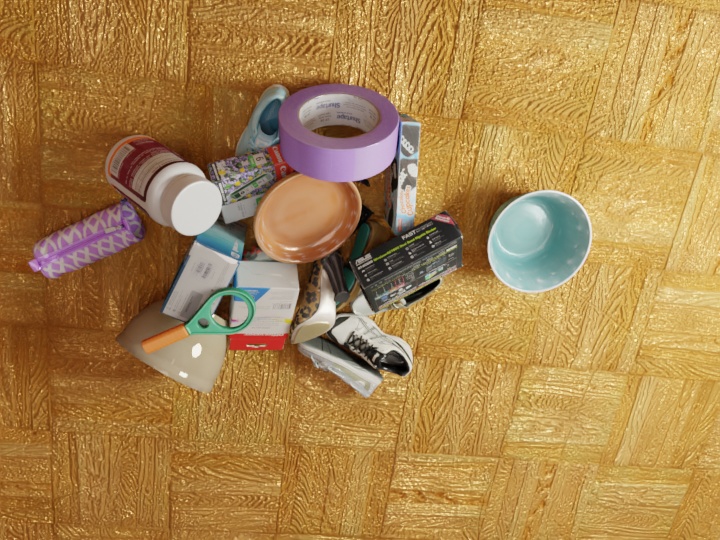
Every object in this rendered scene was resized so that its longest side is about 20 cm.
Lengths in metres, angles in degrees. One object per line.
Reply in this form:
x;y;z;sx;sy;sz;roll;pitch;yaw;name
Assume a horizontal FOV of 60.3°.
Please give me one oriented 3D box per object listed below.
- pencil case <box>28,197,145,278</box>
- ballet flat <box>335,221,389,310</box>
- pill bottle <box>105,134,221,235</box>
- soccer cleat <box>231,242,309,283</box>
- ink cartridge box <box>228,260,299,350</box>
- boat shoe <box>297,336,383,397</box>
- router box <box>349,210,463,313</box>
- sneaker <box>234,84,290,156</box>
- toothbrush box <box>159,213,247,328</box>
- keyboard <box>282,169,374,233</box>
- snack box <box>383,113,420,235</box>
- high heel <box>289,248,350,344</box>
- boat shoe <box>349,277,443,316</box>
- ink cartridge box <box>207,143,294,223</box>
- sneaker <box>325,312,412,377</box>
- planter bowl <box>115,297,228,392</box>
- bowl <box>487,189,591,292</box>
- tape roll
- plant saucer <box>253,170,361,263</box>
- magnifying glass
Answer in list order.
-0.494;-0.054;1.134;0.200;0.086;0.084;-25;113;5;pencil case
0.000;0.000;1.215;0.063;0.069;0.200;14;113;-34;ballet flat
-0.330;-0.144;1.044;0.114;0.200;0.114;-33;141;-33;pill bottle
-0.166;-0.024;1.188;0.200;0.069;0.078;-35;113;5;soccer cleat
-0.191;0.072;1.188;0.116;0.067;0.200;2;139;-17;ink cartridge box
-0.048;0.199;1.282;0.202;0.074;0.065;30;101;-22;boat shoe
0.088;-0.012;1.131;0.200;0.150;0.062;-28;67;-2;router box
-0.179;-0.230;1.097;0.074;0.082;0.200;16;109;-10;sneaker
-0.275;-0.009;1.110;0.085;0.200;0.147;26;107;-15;toothbrush box
-0.045;-0.142;1.133;0.127;0.021;0.200;-44;138;14;keyboard
0.073;-0.176;1.124;0.037;0.116;0.200;-1;111;-8;snack box
-0.092;0.046;1.219;0.071;0.143;0.200;15;133;-35;high heel
0.069;0.040;1.233;0.200;0.068;0.075;-27;111;5;boat shoe
-0.159;-0.161;1.098;0.200;0.050;0.109;-18;146;-11;ink cartridge box
0.023;0.152;1.262;0.200;0.088;0.076;23;109;-12;sneaker
-0.336;0.122;1.174;0.200;0.200;0.135;33;80;-16;planter bowl
0.329;-0.069;1.196;0.200;0.105;0.201;-2;112;-4;bowl
-0.037;-0.235;1.042;0.200;0.200;0.066;-1;136;-5;tape roll
-0.096;-0.100;1.101;0.200;0.037;0.200;-16;136;-16;plant saucer
-0.269;0.090;1.031;0.200;0.022;0.080;-22;113;4;magnifying glass
